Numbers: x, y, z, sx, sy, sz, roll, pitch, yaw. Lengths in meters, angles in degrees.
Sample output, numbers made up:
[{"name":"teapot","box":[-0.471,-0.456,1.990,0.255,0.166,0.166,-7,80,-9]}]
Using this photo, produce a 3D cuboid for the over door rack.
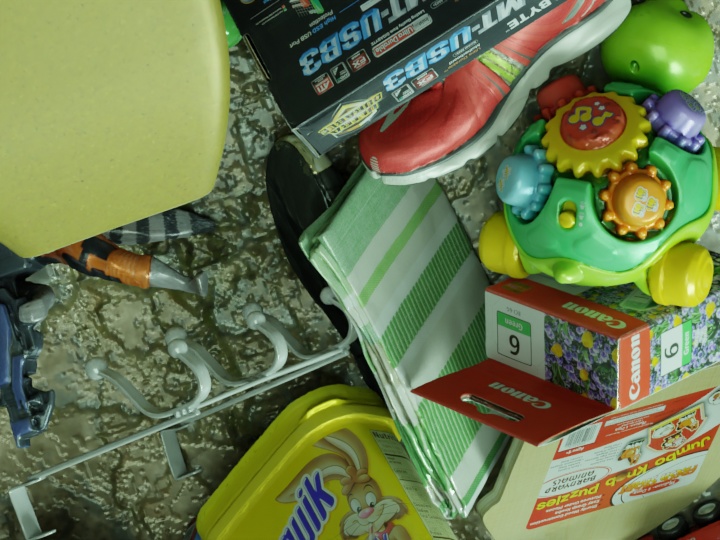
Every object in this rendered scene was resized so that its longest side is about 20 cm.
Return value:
[{"name":"over door rack","box":[-0.111,0.075,1.635,0.200,0.147,0.067,-39,76,41]}]

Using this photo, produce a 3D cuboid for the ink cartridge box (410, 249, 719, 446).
[{"name":"ink cartridge box","box":[0.134,0.035,1.622,0.199,0.109,0.051,-22,121,-39]}]

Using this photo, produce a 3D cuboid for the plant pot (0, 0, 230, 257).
[{"name":"plant pot","box":[-0.170,-0.127,1.515,0.194,0.194,0.201,-19,115,-4]}]

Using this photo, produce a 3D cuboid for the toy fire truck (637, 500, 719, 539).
[{"name":"toy fire truck","box":[0.228,0.196,1.721,0.199,0.141,0.049,-25,109,7]}]

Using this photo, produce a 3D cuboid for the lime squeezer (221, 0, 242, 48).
[{"name":"lime squeezer","box":[-0.075,-0.136,1.635,0.199,0.071,0.038,6,139,26]}]

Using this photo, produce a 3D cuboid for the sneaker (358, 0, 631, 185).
[{"name":"sneaker","box":[0.067,-0.136,1.593,0.200,0.077,0.085,-44,139,-8]}]

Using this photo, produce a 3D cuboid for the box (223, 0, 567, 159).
[{"name":"box","box":[0.011,-0.197,1.557,0.199,0.050,0.199,-33,63,8]}]

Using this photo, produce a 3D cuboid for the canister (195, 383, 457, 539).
[{"name":"canister","box":[-0.002,0.191,1.667,0.086,0.200,0.149,11,127,-46]}]

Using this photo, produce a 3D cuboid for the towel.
[{"name":"towel","box":[0.039,0.029,1.658,0.023,0.153,0.201,-16,113,32]}]

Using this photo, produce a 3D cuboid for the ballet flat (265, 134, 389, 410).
[{"name":"ballet flat","box":[0.000,0.000,1.698,0.057,0.066,0.201,-40,113,-30]}]

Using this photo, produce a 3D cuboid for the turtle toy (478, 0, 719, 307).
[{"name":"turtle toy","box":[0.152,-0.072,1.617,0.145,0.201,0.101,10,143,27]}]

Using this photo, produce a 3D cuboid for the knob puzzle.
[{"name":"knob puzzle","box":[0.156,0.117,1.710,0.219,0.031,0.220,-21,147,-14]}]

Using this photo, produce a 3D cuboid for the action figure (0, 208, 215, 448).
[{"name":"action figure","box":[-0.186,0.003,1.660,0.192,0.105,0.201,-10,85,6]}]

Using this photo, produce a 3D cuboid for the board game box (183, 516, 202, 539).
[{"name":"board game box","box":[-0.037,0.245,1.750,0.200,0.103,0.019,36,128,-13]}]
